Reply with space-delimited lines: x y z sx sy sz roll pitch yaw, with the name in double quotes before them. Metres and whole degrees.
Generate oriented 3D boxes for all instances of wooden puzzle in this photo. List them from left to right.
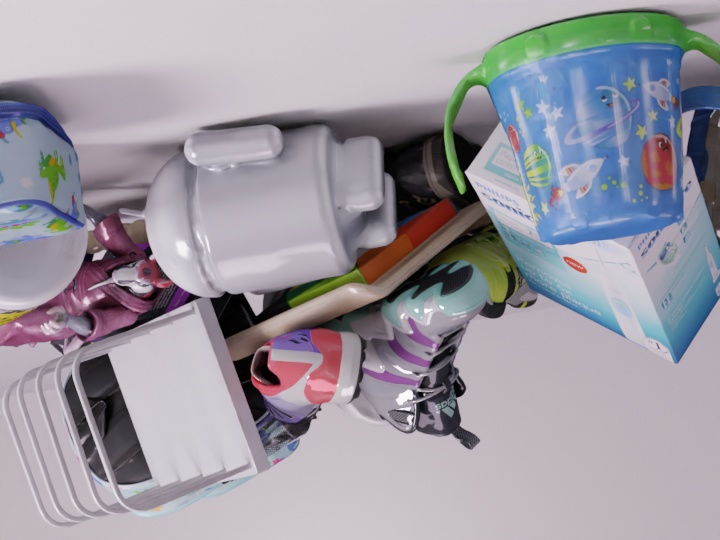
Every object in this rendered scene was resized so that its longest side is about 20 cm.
"wooden puzzle" 0.000 0.000 1.348 0.185 0.037 0.200 -25 -175 45

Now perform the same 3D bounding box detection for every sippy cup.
"sippy cup" 0.155 -0.087 1.112 0.177 0.131 0.139 -13 171 39

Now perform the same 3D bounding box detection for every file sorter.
"file sorter" -0.186 0.120 1.332 0.124 0.140 0.200 -19 178 -30

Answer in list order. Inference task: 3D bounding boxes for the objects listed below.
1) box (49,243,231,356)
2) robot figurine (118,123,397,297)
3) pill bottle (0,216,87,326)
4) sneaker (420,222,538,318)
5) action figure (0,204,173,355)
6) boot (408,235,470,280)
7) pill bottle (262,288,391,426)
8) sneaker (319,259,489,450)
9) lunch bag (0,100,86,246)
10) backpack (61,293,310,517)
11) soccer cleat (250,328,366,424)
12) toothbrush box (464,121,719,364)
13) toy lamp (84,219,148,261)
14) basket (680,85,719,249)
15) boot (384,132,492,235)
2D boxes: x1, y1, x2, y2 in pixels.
"box" -0.175 0.006 1.498 0.199 0.143 0.036 -13 130 42
"robot figurine" -0.074 -0.043 1.259 0.198 0.113 0.170 -10 135 9
"pill bottle" -0.283 -0.013 1.259 0.111 0.112 0.200 -5 173 -27
"sneaker" 0.108 -0.011 1.387 0.075 0.077 0.200 29 -165 15
"action figure" -0.221 0.027 1.379 0.199 0.135 0.149 -9 144 34
"boot" 0.135 -0.029 1.566 0.199 0.070 0.174 -11 -161 33
"pill bottle" -0.013 0.055 1.509 0.112 0.113 0.200 -5 -162 -25
"sneaker" 0.060 0.075 1.294 0.078 0.141 0.200 -31 -174 -27
"lunch bag" -0.281 -0.050 1.072 0.198 0.083 0.161 -9 172 4
"backpack" -0.162 0.122 1.527 0.199 0.178 0.151 -31 147 -5
"soccer cleat" -0.055 0.077 1.294 0.073 0.069 0.200 11 169 -15
"toothbrush box" 0.182 -0.031 1.269 0.146 0.086 0.200 28 166 30
"toy lamp" -0.177 -0.036 1.443 0.199 0.059 0.058 -12 173 29
"basket" 0.290 -0.088 1.272 0.199 0.140 0.176 15 166 -18
"boot" 0.036 -0.059 1.442 0.150 0.074 0.200 -12 169 17
